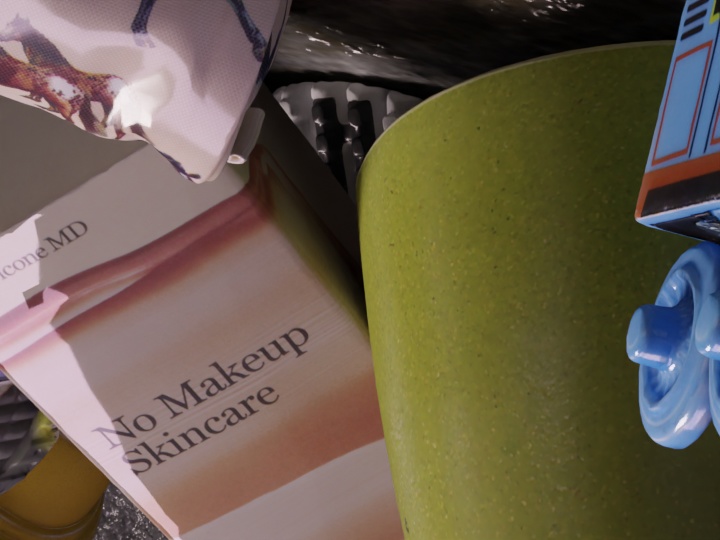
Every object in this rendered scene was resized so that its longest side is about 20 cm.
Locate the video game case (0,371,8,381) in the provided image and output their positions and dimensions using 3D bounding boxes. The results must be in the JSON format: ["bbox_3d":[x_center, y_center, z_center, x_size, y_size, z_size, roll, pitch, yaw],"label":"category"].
[{"bbox_3d":[-0.140,-0.015,0.714,0.142,0.019,0.200,-8,149,-24],"label":"video game case"}]

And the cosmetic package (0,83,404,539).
[{"bbox_3d":[-0.045,0.016,0.654,0.200,0.103,0.087,51,-164,-37],"label":"cosmetic package"}]

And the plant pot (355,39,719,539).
[{"bbox_3d":[0.087,0.069,0.563,0.186,0.201,0.187,2,156,1],"label":"plant pot"}]

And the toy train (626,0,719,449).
[{"bbox_3d":[0.113,-0.014,0.396,0.086,0.115,0.200,12,175,-9],"label":"toy train"}]

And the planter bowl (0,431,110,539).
[{"bbox_3d":[-0.161,0.052,0.937,0.083,0.201,0.200,-29,156,19],"label":"planter bowl"}]

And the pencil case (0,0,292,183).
[{"bbox_3d":[-0.107,-0.080,0.474,0.199,0.078,0.089,16,148,-13],"label":"pencil case"}]

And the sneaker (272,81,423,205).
[{"bbox_3d":[-0.016,-0.036,0.770,0.199,0.075,0.081,6,-169,37],"label":"sneaker"}]

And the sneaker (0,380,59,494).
[{"bbox_3d":[-0.160,-0.003,0.844,0.074,0.201,0.085,0,-165,-35],"label":"sneaker"}]
